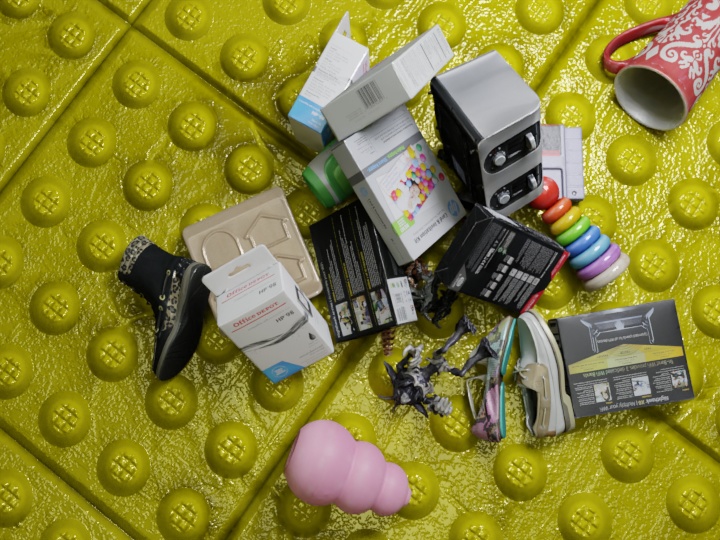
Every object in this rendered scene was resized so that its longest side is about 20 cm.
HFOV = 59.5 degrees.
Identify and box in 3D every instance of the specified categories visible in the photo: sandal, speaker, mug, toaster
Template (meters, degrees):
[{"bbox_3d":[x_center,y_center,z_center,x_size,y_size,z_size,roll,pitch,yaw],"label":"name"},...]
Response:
[{"bbox_3d":[0.214,-0.077,1.040,0.197,0.075,0.046,27,92,1],"label":"sandal"},{"bbox_3d":[-0.001,-0.194,1.048,0.199,0.088,0.089,-39,84,-4],"label":"speaker"},{"bbox_3d":[0.522,-0.368,1.046,0.177,0.133,0.200,43,82,4],"label":"mug"},{"bbox_3d":[0.189,-0.203,0.948,0.117,0.182,0.202,-25,52,-1],"label":"toaster"}]

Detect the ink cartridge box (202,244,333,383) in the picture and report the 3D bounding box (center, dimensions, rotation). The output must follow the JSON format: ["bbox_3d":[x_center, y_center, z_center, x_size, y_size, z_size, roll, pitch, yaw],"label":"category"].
[{"bbox_3d":[-0.138,0.070,0.950,0.114,0.201,0.067,-28,41,8],"label":"ink cartridge box"}]

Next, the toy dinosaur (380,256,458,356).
[{"bbox_3d":[0.079,0.035,1.024,0.134,0.101,0.204,13,101,32],"label":"toy dinosaur"}]

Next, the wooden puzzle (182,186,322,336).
[{"bbox_3d":[-0.179,-0.015,1.050,0.182,0.046,0.203,-24,78,-3],"label":"wooden puzzle"}]

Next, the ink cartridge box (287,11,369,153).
[{"bbox_3d":[-0.040,-0.307,1.047,0.066,0.116,0.203,28,84,5],"label":"ink cartridge box"}]

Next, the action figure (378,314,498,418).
[{"bbox_3d":[0.109,0.160,0.979,0.199,0.102,0.119,-41,87,11],"label":"action figure"}]

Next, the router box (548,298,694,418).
[{"bbox_3d":[0.419,0.141,1.017,0.196,0.052,0.161,-8,83,-1],"label":"router box"}]

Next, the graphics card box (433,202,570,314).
[{"bbox_3d":[0.219,-0.012,0.965,0.127,0.198,0.051,-59,40,18],"label":"graphics card box"}]

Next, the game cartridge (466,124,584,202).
[{"bbox_3d":[0.279,-0.183,1.072,0.195,0.038,0.133,0,87,1],"label":"game cartridge"}]

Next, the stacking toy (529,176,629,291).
[{"bbox_3d":[0.343,-0.069,1.021,0.085,0.085,0.201,-37,89,-4],"label":"stacking toy"}]

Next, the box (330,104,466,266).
[{"bbox_3d":[0.063,-0.133,0.963,0.155,0.041,0.202,-38,102,-38],"label":"box"}]

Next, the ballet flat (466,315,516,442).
[{"bbox_3d":[0.207,0.171,1.015,0.070,0.069,0.205,5,83,21],"label":"ballet flat"}]

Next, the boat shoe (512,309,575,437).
[{"bbox_3d":[0.279,0.166,0.996,0.067,0.075,0.204,-16,90,-8],"label":"boat shoe"}]

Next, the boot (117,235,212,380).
[{"bbox_3d":[-0.332,0.058,1.030,0.152,0.073,0.207,26,104,22],"label":"boot"}]

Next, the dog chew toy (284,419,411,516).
[{"bbox_3d":[-0.015,0.313,0.970,0.197,0.125,0.127,23,83,-5],"label":"dog chew toy"}]

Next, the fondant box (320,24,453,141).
[{"bbox_3d":[0.044,-0.285,0.949,0.143,0.201,0.059,-22,110,38],"label":"fondant box"}]

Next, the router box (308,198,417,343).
[{"bbox_3d":[0.000,0.000,0.997,0.050,0.148,0.204,-6,80,-44],"label":"router box"}]
